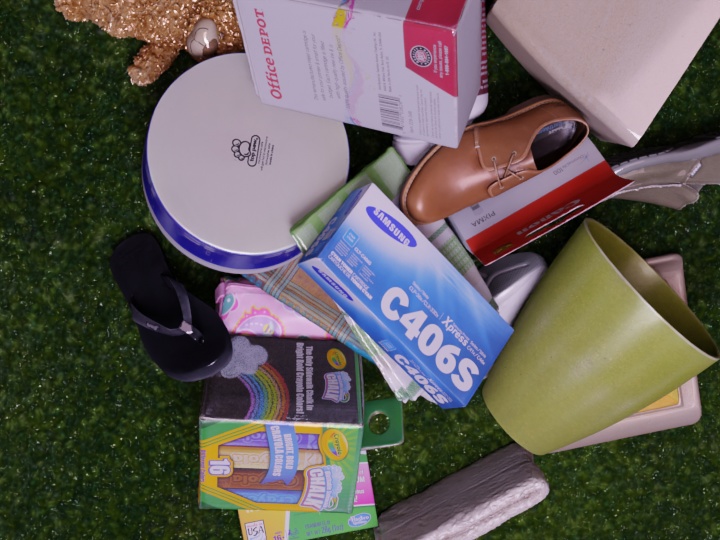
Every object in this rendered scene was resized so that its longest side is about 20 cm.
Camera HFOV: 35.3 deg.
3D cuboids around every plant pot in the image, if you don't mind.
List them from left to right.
[{"bbox_3d":[0.223,0.085,1.141,0.187,0.188,0.200,39,109,-12],"label":"plant pot"},{"bbox_3d":[0.228,-0.255,1.079,0.176,0.200,0.201,33,99,-2],"label":"plant pot"}]

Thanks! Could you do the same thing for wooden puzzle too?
[{"bbox_3d":[0.276,0.094,1.235,0.182,0.037,0.203,-11,104,-2],"label":"wooden puzzle"}]

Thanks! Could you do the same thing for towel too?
[{"bbox_3d":[0.000,0.000,1.137,0.198,0.022,0.148,32,70,8],"label":"towel"},{"bbox_3d":[0.035,0.004,1.082,0.149,0.031,0.201,-40,102,-28],"label":"towel"},{"bbox_3d":[0.104,0.255,1.209,0.198,0.133,0.035,-29,100,3],"label":"towel"}]

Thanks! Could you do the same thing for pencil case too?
[{"bbox_3d":[-0.051,0.045,1.170,0.196,0.088,0.089,0,103,-4],"label":"pencil case"}]

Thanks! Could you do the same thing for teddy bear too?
[{"bbox_3d":[-0.202,-0.256,1.099,0.199,0.067,0.145,41,99,-11],"label":"teddy bear"}]

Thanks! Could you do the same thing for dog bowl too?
[{"bbox_3d":[-0.111,-0.104,1.097,0.197,0.079,0.204,3,78,-12],"label":"dog bowl"}]

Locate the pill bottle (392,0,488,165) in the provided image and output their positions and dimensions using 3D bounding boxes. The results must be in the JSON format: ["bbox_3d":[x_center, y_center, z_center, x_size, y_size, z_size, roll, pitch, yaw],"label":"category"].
[{"bbox_3d":[0.069,-0.210,1.108,0.111,0.113,0.203,-5,103,-4],"label":"pill bottle"}]

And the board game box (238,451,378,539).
[{"bbox_3d":[-0.069,0.191,1.226,0.150,0.040,0.203,-10,104,-2],"label":"board game box"}]

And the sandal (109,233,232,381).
[{"bbox_3d":[-0.196,0.034,1.109,0.076,0.200,0.043,-39,145,-8],"label":"sandal"}]

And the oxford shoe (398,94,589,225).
[{"bbox_3d":[0.126,-0.102,1.067,0.198,0.071,0.072,-32,118,-8],"label":"oxford shoe"}]

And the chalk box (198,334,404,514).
[{"bbox_3d":[-0.057,0.152,1.117,0.196,0.126,0.125,5,127,-5],"label":"chalk box"}]

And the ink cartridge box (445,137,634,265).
[{"bbox_3d":[0.161,-0.079,1.101,0.159,0.200,0.048,-29,102,2],"label":"ink cartridge box"}]

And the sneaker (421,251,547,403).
[{"bbox_3d":[0.128,0.062,1.206,0.200,0.071,0.080,-44,112,12],"label":"sneaker"}]

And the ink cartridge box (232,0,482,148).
[{"bbox_3d":[0.003,-0.202,0.991,0.197,0.148,0.086,16,60,15],"label":"ink cartridge box"}]

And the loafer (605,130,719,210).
[{"bbox_3d":[0.322,-0.094,1.176,0.197,0.075,0.071,-13,100,-2],"label":"loafer"}]

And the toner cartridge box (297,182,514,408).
[{"bbox_3d":[0.044,0.026,1.042,0.200,0.043,0.095,44,63,-16],"label":"toner cartridge box"}]
